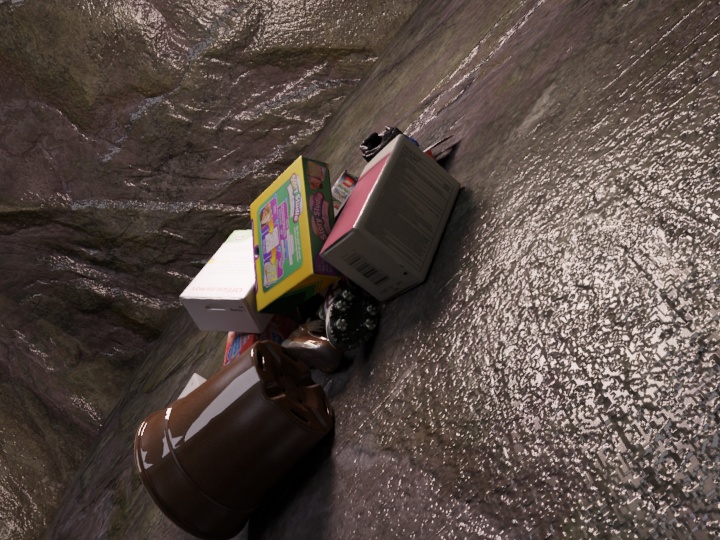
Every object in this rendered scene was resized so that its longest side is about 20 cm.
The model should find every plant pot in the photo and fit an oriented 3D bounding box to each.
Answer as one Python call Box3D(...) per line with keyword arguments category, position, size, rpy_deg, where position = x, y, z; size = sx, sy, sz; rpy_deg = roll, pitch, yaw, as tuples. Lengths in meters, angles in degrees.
Box3D(category="plant pot", position=(-0.155, 0.211, 0.809), size=(0.198, 0.200, 0.201), rpy_deg=(-42, 19, 11))

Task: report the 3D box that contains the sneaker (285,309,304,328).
Box3D(category="sneaker", position=(-0.153, 0.071, 1.264), size=(0.115, 0.076, 0.201), rpy_deg=(113, 163, -51))

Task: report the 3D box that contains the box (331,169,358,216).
Box3D(category="box", position=(-0.048, -0.147, 1.222), size=(0.110, 0.035, 0.200), rpy_deg=(-55, 7, 9))

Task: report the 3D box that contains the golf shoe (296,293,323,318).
Box3D(category="golf shoe", position=(-0.061, 0.004, 1.142), size=(0.201, 0.072, 0.092), rpy_deg=(-59, 20, 24))

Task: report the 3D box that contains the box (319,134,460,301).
Box3D(category="box", position=(0.047, -0.077, 0.906), size=(0.109, 0.128, 0.201), rpy_deg=(-33, 26, 51))

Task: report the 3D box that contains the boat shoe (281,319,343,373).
Box3D(category="boat shoe", position=(-0.072, 0.110, 0.958), size=(0.072, 0.076, 0.200), rpy_deg=(-56, 18, -16))

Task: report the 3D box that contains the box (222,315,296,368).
Box3D(category="box", position=(-0.179, 0.159, 1.076), size=(0.100, 0.095, 0.201), rpy_deg=(-47, 25, 21))

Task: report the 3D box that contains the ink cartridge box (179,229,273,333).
Box3D(category="ink cartridge box", position=(-0.205, 0.015, 1.100), size=(0.144, 0.084, 0.201), rpy_deg=(0, 39, 27))

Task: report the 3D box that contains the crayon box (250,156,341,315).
Box3D(category="crayon box", position=(-0.109, -0.052, 0.977), size=(0.172, 0.058, 0.202), rpy_deg=(-31, 58, 45))

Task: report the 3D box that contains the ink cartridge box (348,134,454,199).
Box3D(category="ink cartridge box", position=(0.083, -0.165, 1.084), size=(0.199, 0.051, 0.109), rpy_deg=(-35, 7, -27))

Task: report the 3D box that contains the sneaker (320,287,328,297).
Box3D(category="sneaker", position=(-0.034, -0.048, 1.020), size=(0.200, 0.115, 0.074), rpy_deg=(-46, 17, 19))

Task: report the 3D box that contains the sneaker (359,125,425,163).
Box3D(category="sneaker", position=(0.035, -0.221, 1.247), size=(0.200, 0.111, 0.077), rpy_deg=(-33, 27, 51))

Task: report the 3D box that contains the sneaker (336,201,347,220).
Box3D(category="sneaker", position=(-0.020, -0.092, 1.225), size=(0.112, 0.073, 0.200), rpy_deg=(-59, 9, -14))

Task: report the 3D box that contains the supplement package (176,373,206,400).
Box3D(category="supplement package", position=(-0.280, 0.282, 1.103), size=(0.117, 0.117, 0.200), rpy_deg=(-56, 17, -10))

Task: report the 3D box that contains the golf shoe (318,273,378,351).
Box3D(category="golf shoe", position=(-0.022, 0.063, 0.913), size=(0.088, 0.077, 0.201), rpy_deg=(-47, 15, 29))

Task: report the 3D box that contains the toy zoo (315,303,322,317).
Box3D(category="toy zoo", position=(0.000, 0.000, 1.067), size=(0.201, 0.020, 0.131), rpy_deg=(-58, 17, -15))
